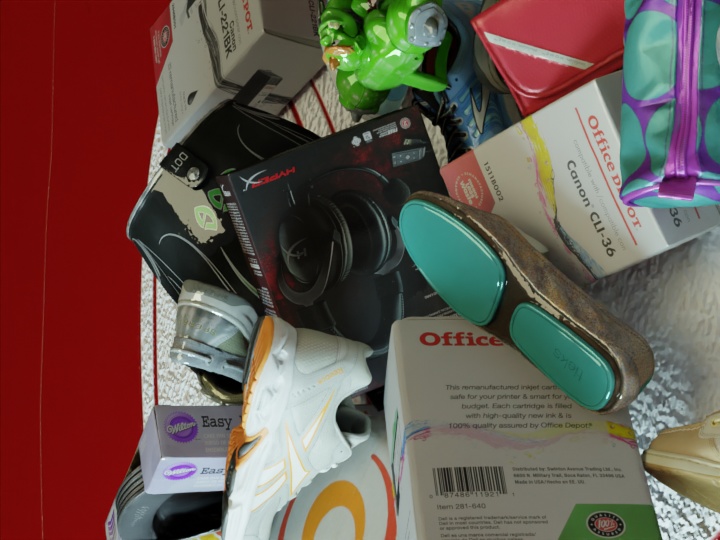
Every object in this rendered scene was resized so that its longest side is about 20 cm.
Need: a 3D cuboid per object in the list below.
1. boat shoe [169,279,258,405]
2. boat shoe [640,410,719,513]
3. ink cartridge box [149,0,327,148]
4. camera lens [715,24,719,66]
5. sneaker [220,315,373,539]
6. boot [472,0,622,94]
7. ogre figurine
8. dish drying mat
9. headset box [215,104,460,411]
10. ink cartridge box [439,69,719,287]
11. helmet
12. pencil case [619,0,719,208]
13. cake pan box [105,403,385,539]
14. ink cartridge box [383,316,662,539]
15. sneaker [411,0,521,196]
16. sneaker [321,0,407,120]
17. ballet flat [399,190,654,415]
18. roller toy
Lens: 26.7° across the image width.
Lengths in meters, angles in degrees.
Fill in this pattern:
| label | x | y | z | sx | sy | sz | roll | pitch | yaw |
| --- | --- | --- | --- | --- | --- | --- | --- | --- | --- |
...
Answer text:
| label | x | y | z | sx | sy | sz | roll | pitch | yaw |
| --- | --- | --- | --- | --- | --- | --- | --- | --- | --- |
| boat shoe | -0.102 | 0.073 | 1.139 | 0.202 | 0.074 | 0.065 | 79 | -150 | -67 |
| boat shoe | 0.237 | 0.103 | 0.865 | 0.200 | 0.074 | 0.069 | -6 | 55 | 63 |
| ink cartridge box | -0.114 | -0.219 | 1.433 | 0.200 | 0.083 | 0.145 | -39 | 51 | 44 |
| camera lens | 0.276 | -0.070 | 0.758 | 0.160 | 0.159 | 0.201 | -39 | 53 | 45 |
| sneaker | -0.043 | 0.125 | 1.036 | 0.076 | 0.091 | 0.201 | -93 | 15 | -53 |
| boot | 0.163 | -0.219 | 1.045 | 0.153 | 0.073 | 0.205 | 10 | 87 | 49 |
| ogre figurine | 0.019 | -0.188 | 1.074 | 0.199 | 0.098 | 0.121 | -24 | 62 | 44 |
| dish drying mat | 0.172 | -0.175 | 0.953 | 0.199 | 0.018 | 0.077 | -28 | 96 | 19 |
| headset box | 0.000 | 0.000 | 1.099 | 0.077 | 0.148 | 0.201 | -172 | 62 | -78 |
| ink cartridge box | 0.154 | -0.057 | 0.984 | 0.200 | 0.067 | 0.117 | -29 | 84 | 49 |
| helmet | -0.072 | -0.026 | 1.222 | 0.200 | 0.190 | 0.200 | -52 | -2 | -3 |
| pencil case | 0.190 | -0.137 | 0.878 | 0.085 | 0.092 | 0.201 | -1 | 88 | 15 |
| cake pan box | -0.092 | 0.169 | 1.180 | 0.185 | 0.199 | 0.053 | 119 | 145 | -45 |
| ink cartridge box | 0.095 | 0.127 | 0.943 | 0.201 | 0.144 | 0.084 | -96 | 9 | -46 |
| sneaker | 0.072 | -0.110 | 1.129 | 0.078 | 0.090 | 0.201 | -27 | 61 | 50 |
| sneaker | 0.032 | -0.229 | 1.227 | 0.130 | 0.079 | 0.201 | -24 | 64 | 53 |
| ballet flat | 0.107 | 0.016 | 0.963 | 0.200 | 0.067 | 0.068 | 46 | 132 | 26 |
| roller toy | 0.033 | 0.203 | 1.072 | 0.182 | 0.139 | 0.201 | -31 | 49 | 42 |
